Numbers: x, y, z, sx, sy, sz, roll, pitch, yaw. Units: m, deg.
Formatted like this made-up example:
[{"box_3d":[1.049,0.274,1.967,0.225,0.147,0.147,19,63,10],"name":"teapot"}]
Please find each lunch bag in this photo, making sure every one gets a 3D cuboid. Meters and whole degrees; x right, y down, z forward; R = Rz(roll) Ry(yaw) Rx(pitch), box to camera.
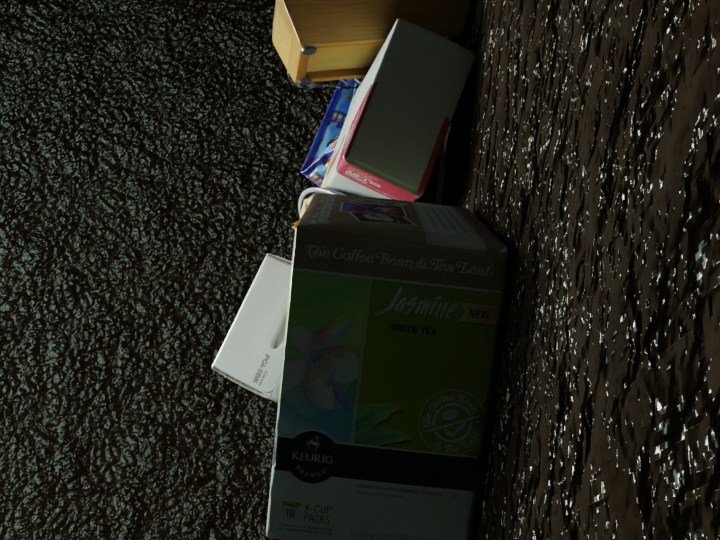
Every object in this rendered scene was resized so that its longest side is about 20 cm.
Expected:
[{"box_3d":[0.025,-0.175,1.098,0.094,0.150,0.202,-26,40,42],"name":"lunch bag"}]

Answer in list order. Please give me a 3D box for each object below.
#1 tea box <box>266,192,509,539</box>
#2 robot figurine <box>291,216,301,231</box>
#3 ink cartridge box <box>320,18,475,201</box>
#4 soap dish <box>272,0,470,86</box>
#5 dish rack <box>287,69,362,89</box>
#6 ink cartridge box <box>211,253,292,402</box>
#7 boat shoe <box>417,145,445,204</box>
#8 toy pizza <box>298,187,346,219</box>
[{"box_3d":[0.014,0.056,0.591,0.200,0.131,0.200,-88,3,-78],"name":"tea box"},{"box_3d":[0.003,0.008,1.052,0.058,0.199,0.145,-48,-11,-9],"name":"robot figurine"},{"box_3d":[0.026,-0.135,0.838,0.200,0.082,0.147,148,143,-78],"name":"ink cartridge box"},{"box_3d":[0.009,-0.256,0.878,0.157,0.197,0.083,156,108,-81],"name":"soap dish"},{"box_3d":[0.018,-0.288,1.006,0.054,0.197,0.156,39,126,54],"name":"dish rack"},{"box_3d":[-0.077,0.083,0.997,0.148,0.082,0.200,-64,-19,-9],"name":"ink cartridge box"},{"box_3d":[0.058,-0.055,0.945,0.072,0.060,0.205,-82,-3,-88],"name":"boat shoe"},{"box_3d":[0.000,0.000,0.873,0.032,0.200,0.201,-43,-16,-20],"name":"toy pizza"}]
